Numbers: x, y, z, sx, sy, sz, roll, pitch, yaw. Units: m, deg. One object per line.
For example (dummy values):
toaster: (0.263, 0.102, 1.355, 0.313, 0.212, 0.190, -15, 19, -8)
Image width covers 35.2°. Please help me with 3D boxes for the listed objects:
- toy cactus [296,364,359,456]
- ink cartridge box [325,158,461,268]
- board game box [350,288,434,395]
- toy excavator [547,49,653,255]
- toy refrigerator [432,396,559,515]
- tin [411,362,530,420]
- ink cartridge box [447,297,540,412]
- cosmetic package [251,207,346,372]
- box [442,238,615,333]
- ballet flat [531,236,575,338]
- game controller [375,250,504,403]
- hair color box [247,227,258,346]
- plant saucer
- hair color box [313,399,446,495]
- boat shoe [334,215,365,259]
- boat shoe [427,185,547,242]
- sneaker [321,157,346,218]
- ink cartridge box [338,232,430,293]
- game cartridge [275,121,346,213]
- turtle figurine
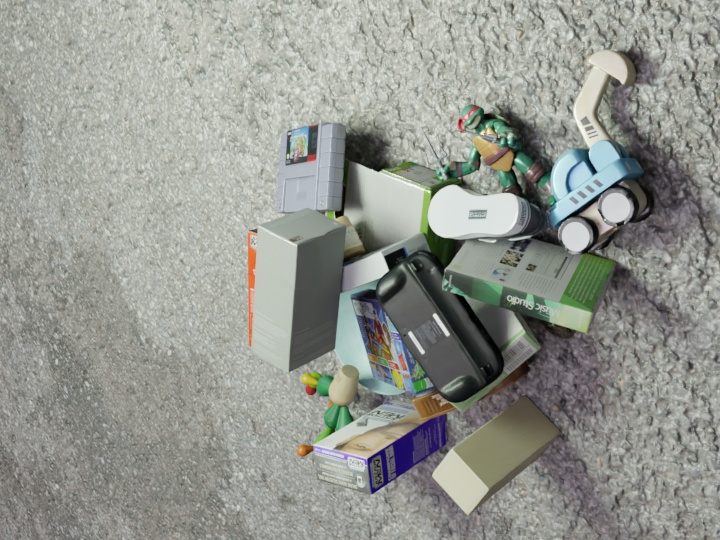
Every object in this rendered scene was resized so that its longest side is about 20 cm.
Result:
toy cactus: (-0.047, 0.218, 1.828, 0.201, 0.101, 0.167, -105, 27, -48)
ink cartridge box: (0.043, -0.088, 1.688, 0.198, 0.075, 0.150, 25, 121, 36)
board game box: (0.044, 0.100, 1.661, 0.200, 0.034, 0.137, -172, 65, -73)
toy excavator: (0.296, -0.147, 1.433, 0.194, 0.099, 0.202, -37, 78, 28)
toy refrigerator: (0.192, 0.259, 1.601, 0.076, 0.199, 0.070, 45, 129, 17)
tin: (0.158, 0.166, 1.655, 0.199, 0.111, 0.042, -28, 86, 42)
ink cartridge box: (0.153, 0.081, 1.602, 0.145, 0.048, 0.201, -42, 36, 13)
cosmetic package: (-0.087, 0.026, 1.586, 0.089, 0.106, 0.203, 22, 118, 36)
box: (0.223, 0.007, 1.490, 0.197, 0.144, 0.037, 16, 123, 19)
ballet flat: (0.235, 0.008, 1.576, 0.067, 0.046, 0.202, -37, 81, 41)
game controller: (0.103, 0.076, 1.513, 0.104, 0.042, 0.201, -37, 83, 28)
hair color box: (-0.130, 0.025, 1.858, 0.061, 0.101, 0.203, 17, 116, 35)
plant saucer: (0.034, 0.094, 1.785, 0.199, 0.038, 0.204, 15, 114, 36)
hair color box: (0.033, 0.266, 1.740, 0.108, 0.199, 0.066, 6, 111, 38)
boat shoe: (-0.070, -0.036, 1.720, 0.199, 0.073, 0.070, -18, 88, 46)
boat shoe: (0.167, -0.072, 1.507, 0.199, 0.067, 0.073, 3, 80, 56)
sneaker: (-0.033, -0.085, 1.772, 0.074, 0.071, 0.203, 17, 118, 7)
ink cartridge box: (0.000, 0.000, 1.638, 0.199, 0.099, 0.040, -19, 95, 46)
game cartridge: (-0.079, -0.153, 1.724, 0.199, 0.038, 0.132, 2, 92, 64)
turtle figurine: (0.182, -0.156, 1.527, 0.200, 0.101, 0.150, 46, 150, -3)
